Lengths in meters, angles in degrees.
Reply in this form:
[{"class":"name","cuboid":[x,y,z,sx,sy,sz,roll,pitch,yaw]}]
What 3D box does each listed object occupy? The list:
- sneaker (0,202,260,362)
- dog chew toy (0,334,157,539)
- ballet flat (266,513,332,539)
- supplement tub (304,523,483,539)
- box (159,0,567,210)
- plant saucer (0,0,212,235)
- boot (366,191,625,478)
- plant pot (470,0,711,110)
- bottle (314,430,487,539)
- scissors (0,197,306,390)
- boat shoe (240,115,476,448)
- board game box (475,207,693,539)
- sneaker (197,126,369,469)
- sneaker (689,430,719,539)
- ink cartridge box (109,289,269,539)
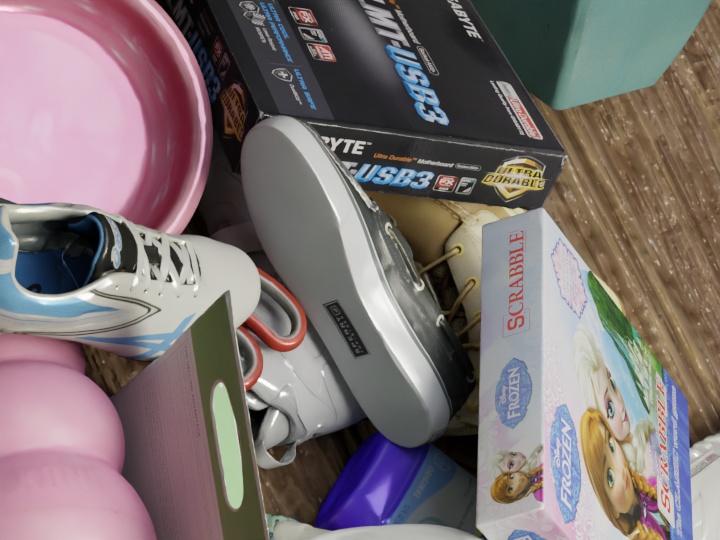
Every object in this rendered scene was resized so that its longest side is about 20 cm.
[{"class":"sneaker","cuboid":[-0.123,0.002,1.355,0.199,0.072,0.072,4,63,-43]},{"class":"dog chew toy","cuboid":[-0.170,0.103,1.356,0.124,0.125,0.201,6,57,-29]},{"class":"ballet flat","cuboid":[-0.001,0.182,1.443,0.200,0.074,0.074,42,53,-13]},{"class":"supplement tub","cuboid":[0.018,0.239,1.359,0.122,0.122,0.201,-12,105,-34]},{"class":"box","cuboid":[-0.004,-0.119,1.551,0.198,0.050,0.200,6,36,-26]},{"class":"plant saucer","cuboid":[-0.182,-0.077,1.458,0.200,0.051,0.201,6,73,-20]},{"class":"boot","cuboid":[0.056,0.032,1.550,0.200,0.073,0.156,38,49,-18]},{"class":"plant pot","cuboid":[0.142,-0.210,1.631,0.141,0.201,0.141,-16,41,-36]},{"class":"bottle","cuboid":[0.071,0.174,1.496,0.200,0.065,0.084,39,55,-9]},{"class":"scissors","cuboid":[-0.120,-0.008,1.429,0.200,0.014,0.073,36,62,-3]},{"class":"boat shoe","cuboid":[0.000,0.000,1.449,0.057,0.068,0.201,-39,110,-39]},{"class":"board game box","cuboid":[0.126,0.103,1.463,0.200,0.041,0.201,49,33,-42]},{"class":"sneaker","cuboid":[-0.064,0.013,1.487,0.115,0.075,0.200,-32,89,-40]},{"class":"sneaker","cuboid":[0.206,0.134,1.598,0.080,0.076,0.200,38,52,2]},{"class":"ink cartridge box","cuboid":[-0.078,0.110,1.352,0.048,0.200,0.146,1,68,-30]}]
